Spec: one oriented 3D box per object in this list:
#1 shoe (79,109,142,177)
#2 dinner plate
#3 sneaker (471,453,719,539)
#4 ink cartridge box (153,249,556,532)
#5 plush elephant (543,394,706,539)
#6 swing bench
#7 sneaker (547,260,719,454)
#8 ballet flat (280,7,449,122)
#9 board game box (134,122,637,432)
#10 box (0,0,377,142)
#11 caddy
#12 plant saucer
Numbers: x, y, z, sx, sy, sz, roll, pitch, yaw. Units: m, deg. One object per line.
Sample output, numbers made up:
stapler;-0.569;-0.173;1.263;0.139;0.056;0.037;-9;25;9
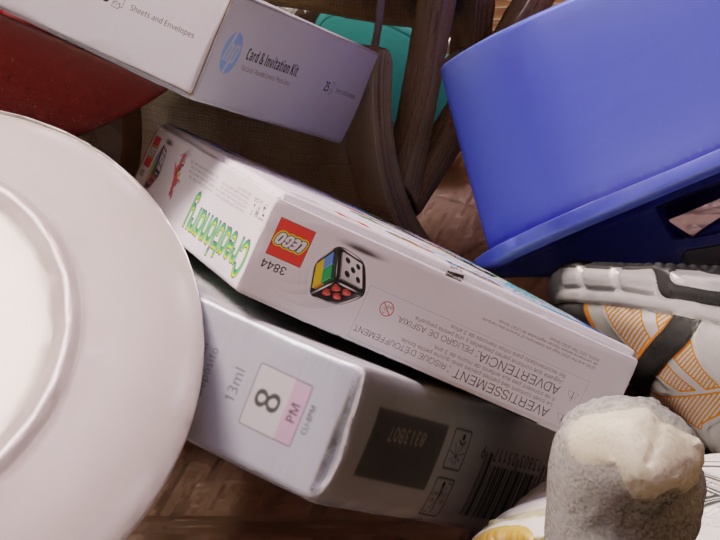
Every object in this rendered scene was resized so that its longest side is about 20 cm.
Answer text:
shoe;-0.130;-0.016;0.996;0.070;0.053;0.201;-13;55;34
dinner plate;-0.144;0.026;0.759;0.199;0.024;0.201;-4;53;5
sneaker;0.129;0.087;0.781;0.199;0.076;0.088;9;32;34
ink cartridge box;-0.049;0.024;0.861;0.199;0.057;0.162;20;1;28
plush elephant;0.104;0.143;0.590;0.154;0.165;0.201;3;55;53
swing bench;-0.028;-0.108;1.079;0.198;0.130;0.201;11;73;37
sneaker;0.123;0.036;0.894;0.073;0.081;0.200;1;1;-25
ballet flat;-0.013;-0.094;1.217;0.199;0.072;0.072;12;34;38
board game box;0.000;0.000;0.870;0.126;0.035;0.200;24;2;-16
box;-0.109;-0.107;0.923;0.199;0.041;0.156;26;5;17
caddy;0.126;-0.055;0.961;0.199;0.106;0.141;-22;-6;17
plant saucer;-0.190;-0.104;0.950;0.199;0.037;0.200;22;5;-28
